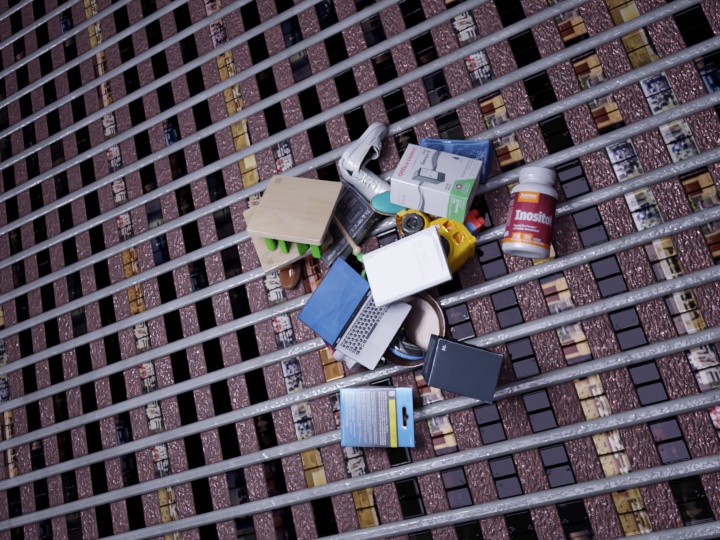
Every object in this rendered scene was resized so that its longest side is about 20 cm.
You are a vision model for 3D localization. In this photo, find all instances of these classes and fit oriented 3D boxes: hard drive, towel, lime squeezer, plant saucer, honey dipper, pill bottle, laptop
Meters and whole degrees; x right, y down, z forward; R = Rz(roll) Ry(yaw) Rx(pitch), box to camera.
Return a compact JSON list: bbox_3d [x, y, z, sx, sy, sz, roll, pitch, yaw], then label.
[{"bbox_3d":[0.110,-0.008,1.262,0.197,0.027,0.134,-22,74,21],"label":"hard drive"},{"bbox_3d":[0.244,-0.288,1.391,0.196,0.048,0.114,9,86,20],"label":"towel"},{"bbox_3d":[0.000,0.000,1.442,0.070,0.038,0.203,-24,76,15],"label":"lime squeezer"},{"bbox_3d":[0.126,0.149,1.377,0.196,0.034,0.205,-3,81,20],"label":"plant saucer"},{"bbox_3d":[-0.054,-0.117,1.410,0.038,0.038,0.201,-40,65,10],"label":"honey dipper"},{"bbox_3d":[-0.052,0.158,1.397,0.112,0.112,0.201,-39,71,10],"label":"pill bottle"},{"bbox_3d":[0.412,-0.139,1.274,0.111,0.113,0.204,8,85,20],"label":"pill bottle"},{"bbox_3d":[-0.011,0.103,1.289,0.198,0.116,0.189,24,71,32],"label":"laptop"}]

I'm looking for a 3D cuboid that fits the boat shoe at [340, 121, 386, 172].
[{"bbox_3d":[0.025,-0.331,1.426,0.065,0.073,0.200,31,50,14],"label":"boat shoe"}]

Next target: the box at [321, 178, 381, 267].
[{"bbox_3d":[-0.059,-0.128,1.462,0.201,0.048,0.158,-49,59,7],"label":"box"}]

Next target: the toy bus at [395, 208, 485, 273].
[{"bbox_3d":[0.210,-0.100,1.340,0.191,0.136,0.201,-38,69,-3],"label":"toy bus"}]

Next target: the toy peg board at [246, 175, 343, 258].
[{"bbox_3d":[-0.159,-0.133,1.363,0.196,0.099,0.202,9,54,13],"label":"toy peg board"}]

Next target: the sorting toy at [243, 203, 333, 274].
[{"bbox_3d":[-0.192,-0.107,1.433,0.197,0.070,0.201,-25,65,-1],"label":"sorting toy"}]

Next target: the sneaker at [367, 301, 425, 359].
[{"bbox_3d":[0.087,0.150,1.335,0.199,0.070,0.083,42,103,23],"label":"sneaker"}]

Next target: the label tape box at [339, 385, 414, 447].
[{"bbox_3d":[0.048,0.374,1.355,0.196,0.063,0.148,-5,80,19],"label":"label tape box"}]

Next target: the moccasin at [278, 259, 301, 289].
[{"bbox_3d":[-0.203,-0.050,1.500,0.072,0.078,0.206,6,84,20],"label":"moccasin"}]

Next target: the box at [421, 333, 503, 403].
[{"bbox_3d":[0.229,0.221,1.223,0.145,0.200,0.109,15,86,4],"label":"box"}]

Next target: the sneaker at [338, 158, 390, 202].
[{"bbox_3d":[0.013,-0.242,1.451,0.199,0.080,0.071,37,93,19],"label":"sneaker"}]

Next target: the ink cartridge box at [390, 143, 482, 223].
[{"bbox_3d":[0.186,-0.219,1.310,0.196,0.085,0.147,17,54,15],"label":"ink cartridge box"}]

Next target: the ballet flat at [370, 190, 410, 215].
[{"bbox_3d":[0.125,-0.182,1.398,0.196,0.071,0.072,-10,79,6],"label":"ballet flat"}]
